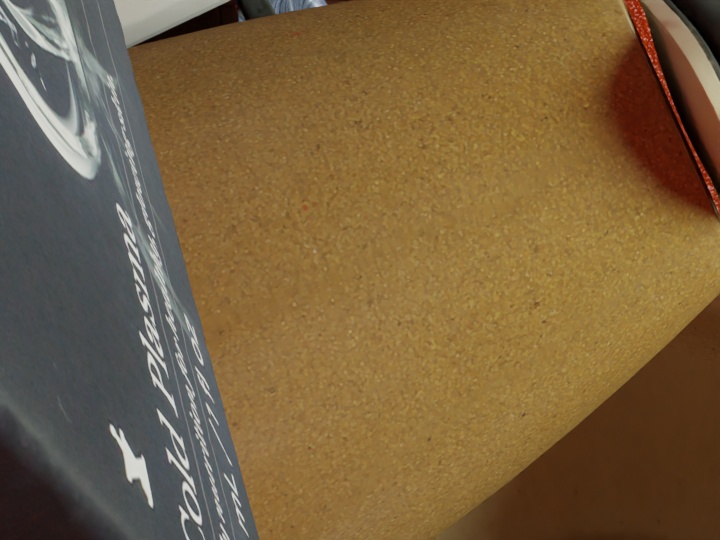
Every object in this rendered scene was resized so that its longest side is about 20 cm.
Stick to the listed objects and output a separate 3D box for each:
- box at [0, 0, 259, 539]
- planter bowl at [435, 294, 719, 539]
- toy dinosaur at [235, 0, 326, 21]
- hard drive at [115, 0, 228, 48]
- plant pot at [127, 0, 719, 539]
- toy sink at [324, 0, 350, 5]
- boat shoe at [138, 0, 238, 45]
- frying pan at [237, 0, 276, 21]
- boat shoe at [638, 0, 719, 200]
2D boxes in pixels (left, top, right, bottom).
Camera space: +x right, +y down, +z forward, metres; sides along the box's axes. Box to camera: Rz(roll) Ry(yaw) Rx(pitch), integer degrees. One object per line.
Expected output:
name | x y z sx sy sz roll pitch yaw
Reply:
box | -0.115 -0.031 0.395 0.197 0.124 0.201 54 14 -49
planter bowl | 0.069 0.106 0.921 0.135 0.199 0.201 72 1 -46
toy dinosaur | -0.036 -0.134 1.107 0.181 0.105 0.200 39 15 -19
hard drive | -0.056 -0.145 0.851 0.027 0.199 0.132 43 23 -72
plant pot | 0.000 0.000 0.803 0.186 0.199 0.187 -24 90 -82
toy sink | 0.006 -0.176 0.961 0.200 0.112 0.130 57 -3 24
boat shoe | -0.119 -0.142 0.967 0.075 0.075 0.203 40 -16 51
frying pan | -0.058 -0.141 0.910 0.115 0.031 0.190 59 -1 -35
boat shoe | 0.121 -0.053 0.821 0.201 0.063 0.074 -6 75 -81
